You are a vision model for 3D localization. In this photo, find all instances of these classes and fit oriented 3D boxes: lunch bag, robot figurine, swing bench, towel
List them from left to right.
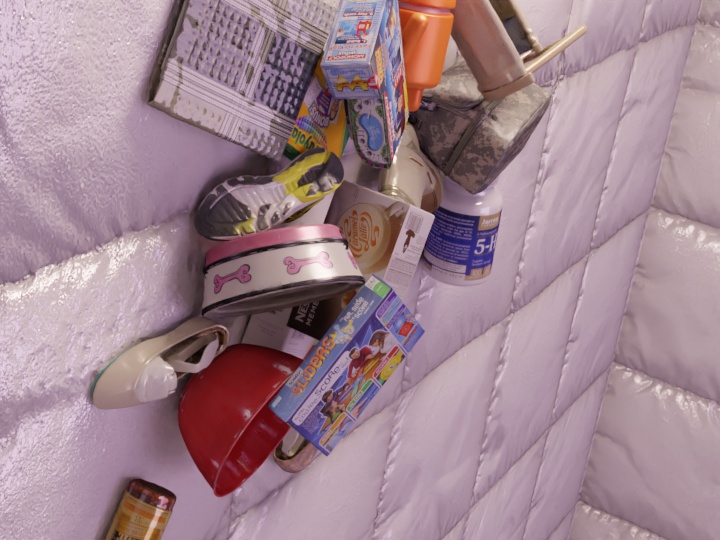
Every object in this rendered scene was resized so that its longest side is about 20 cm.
[{"bbox_3d":[-0.129,-0.237,1.281,0.199,0.034,0.195,22,89,-45],"label":"towel"},{"bbox_3d":[0.063,-0.317,1.566,0.143,0.116,0.203,-17,123,-54],"label":"robot figurine"},{"bbox_3d":[0.171,-0.236,1.793,0.200,0.167,0.140,-46,169,-42],"label":"lunch bag"},{"bbox_3d":[0.189,-0.365,1.673,0.200,0.129,0.200,-42,106,-43],"label":"swing bench"}]

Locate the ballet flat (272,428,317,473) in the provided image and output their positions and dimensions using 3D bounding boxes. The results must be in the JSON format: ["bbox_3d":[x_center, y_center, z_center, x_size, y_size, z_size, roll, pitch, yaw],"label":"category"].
[{"bbox_3d":[-0.063,0.209,1.730,0.067,0.068,0.201,31,89,-53],"label":"ballet flat"}]

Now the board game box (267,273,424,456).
[{"bbox_3d":[-0.013,0.117,1.428,0.201,0.034,0.136,-51,148,-8],"label":"board game box"}]

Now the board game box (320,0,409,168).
[{"bbox_3d":[0.007,-0.233,1.410,0.201,0.061,0.202,-68,155,-57],"label":"board game box"}]

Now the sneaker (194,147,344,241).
[{"bbox_3d":[-0.109,-0.076,1.414,0.198,0.075,0.085,-23,167,-26],"label":"sneaker"}]

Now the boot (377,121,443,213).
[{"bbox_3d":[0.069,-0.102,1.723,0.200,0.071,0.156,58,31,-53],"label":"boot"}]

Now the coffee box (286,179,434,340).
[{"bbox_3d":[0.000,0.000,1.514,0.079,0.113,0.202,17,95,-60],"label":"coffee box"}]

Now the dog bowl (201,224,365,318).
[{"bbox_3d":[-0.097,0.000,1.402,0.200,0.198,0.075,4,72,-64],"label":"dog bowl"}]

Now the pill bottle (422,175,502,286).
[{"bbox_3d":[0.172,-0.088,1.949,0.119,0.119,0.202,-32,136,-52],"label":"pill bottle"}]

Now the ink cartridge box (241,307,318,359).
[{"bbox_3d":[-0.078,0.028,1.590,0.116,0.067,0.202,20,91,-65],"label":"ink cartridge box"}]

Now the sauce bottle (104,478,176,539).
[{"bbox_3d":[-0.284,0.352,1.410,0.066,0.065,0.202,31,78,-64],"label":"sauce bottle"}]

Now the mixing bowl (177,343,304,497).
[{"bbox_3d":[-0.154,0.167,1.460,0.201,0.108,0.201,-50,165,-19],"label":"mixing bowl"}]

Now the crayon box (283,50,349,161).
[{"bbox_3d":[-0.072,-0.204,1.441,0.120,0.058,0.200,-68,155,-4],"label":"crayon box"}]

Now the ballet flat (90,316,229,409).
[{"bbox_3d":[-0.222,0.108,1.359,0.200,0.069,0.070,-36,139,-50],"label":"ballet flat"}]
